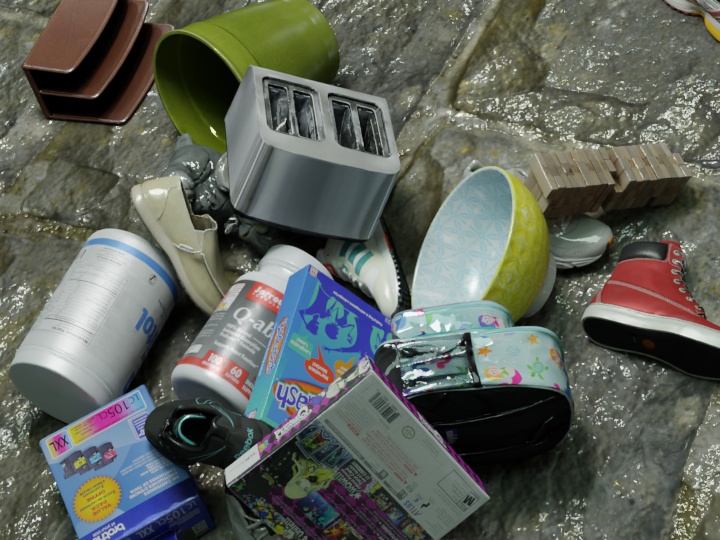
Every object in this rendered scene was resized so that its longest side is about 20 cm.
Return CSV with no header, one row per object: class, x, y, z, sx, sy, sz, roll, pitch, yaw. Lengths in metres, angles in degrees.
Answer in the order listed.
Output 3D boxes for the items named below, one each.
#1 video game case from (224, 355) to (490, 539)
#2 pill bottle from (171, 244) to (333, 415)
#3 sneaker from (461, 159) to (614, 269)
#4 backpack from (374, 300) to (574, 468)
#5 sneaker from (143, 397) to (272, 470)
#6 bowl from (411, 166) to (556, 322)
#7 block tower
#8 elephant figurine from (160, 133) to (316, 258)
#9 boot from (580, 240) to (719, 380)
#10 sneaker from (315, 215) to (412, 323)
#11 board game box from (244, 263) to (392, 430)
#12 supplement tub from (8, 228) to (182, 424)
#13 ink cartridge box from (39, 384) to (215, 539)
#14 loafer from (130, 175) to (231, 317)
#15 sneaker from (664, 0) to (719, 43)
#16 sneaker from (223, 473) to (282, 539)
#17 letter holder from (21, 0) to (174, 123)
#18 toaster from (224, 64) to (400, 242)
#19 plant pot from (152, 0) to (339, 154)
video game case,-0.001,0.207,1.322,0.181,0.200,0.036,-39,26,8
pill bottle,-0.116,0.076,1.540,0.115,0.117,0.201,17,58,26
sneaker,0.198,-0.069,1.587,0.198,0.093,0.076,17,48,24
backpack,0.117,0.123,1.404,0.197,0.178,0.152,-5,55,5
sneaker,-0.167,0.156,1.379,0.199,0.079,0.076,1,68,49
bowl,0.153,-0.003,1.526,0.107,0.200,0.202,22,47,-24
block tower,0.279,-0.104,1.567,0.197,0.058,0.054,-5,55,-28
elephant figurine,-0.142,-0.083,1.686,0.197,0.158,0.142,3,8,3
boot,0.357,0.033,1.486,0.198,0.073,0.145,18,57,30
sneaker,0.000,-0.001,1.609,0.092,0.071,0.201,-22,47,5
board game box,-0.034,0.117,1.470,0.045,0.151,0.202,-29,35,46
supplement tub,-0.303,0.065,1.586,0.130,0.133,0.202,12,56,22
ink cartridge box,-0.246,0.241,1.468,0.135,0.077,0.201,-28,52,-9
loafer,-0.190,-0.025,1.592,0.068,0.201,0.076,-32,21,6
sneaker,0.454,-0.374,1.780,0.077,0.083,0.200,-32,51,-13
sneaker,-0.095,0.276,1.372,0.075,0.116,0.201,-27,50,-9
letter holder,-0.360,-0.314,1.929,0.140,0.101,0.202,8,54,18
toaster,-0.061,-0.130,1.574,0.178,0.119,0.202,11,41,-18
plant pot,-0.133,-0.261,1.782,0.199,0.202,0.192,29,52,32
